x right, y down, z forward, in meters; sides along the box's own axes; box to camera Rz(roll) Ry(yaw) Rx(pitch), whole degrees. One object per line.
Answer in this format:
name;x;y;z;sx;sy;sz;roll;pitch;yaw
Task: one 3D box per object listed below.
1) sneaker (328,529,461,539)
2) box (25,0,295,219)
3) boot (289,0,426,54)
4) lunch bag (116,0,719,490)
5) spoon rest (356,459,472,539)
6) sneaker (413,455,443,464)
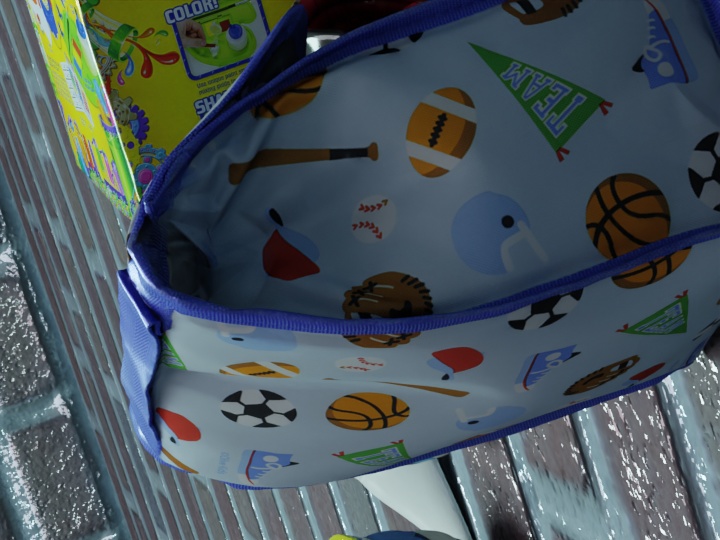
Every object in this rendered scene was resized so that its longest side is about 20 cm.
sneaker;0.065;0.178;1.148;0.200;0.082;0.075;30;114;45
box;-0.106;-0.146;1.236;0.200;0.121;0.194;-143;34;-69
boot;0.027;-0.034;0.967;0.200;0.073;0.152;-125;19;-66
lunch bag;0.017;-0.009;0.740;0.170;0.199;0.125;101;146;-69
spoon rest;0.028;0.128;1.275;0.099;0.060;0.202;120;142;-73
sneaker;0.000;0.000;1.146;0.081;0.076;0.201;11;126;66
